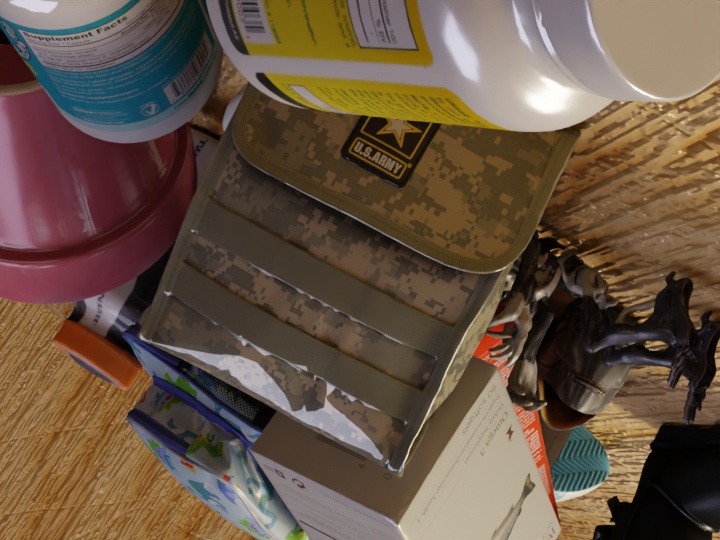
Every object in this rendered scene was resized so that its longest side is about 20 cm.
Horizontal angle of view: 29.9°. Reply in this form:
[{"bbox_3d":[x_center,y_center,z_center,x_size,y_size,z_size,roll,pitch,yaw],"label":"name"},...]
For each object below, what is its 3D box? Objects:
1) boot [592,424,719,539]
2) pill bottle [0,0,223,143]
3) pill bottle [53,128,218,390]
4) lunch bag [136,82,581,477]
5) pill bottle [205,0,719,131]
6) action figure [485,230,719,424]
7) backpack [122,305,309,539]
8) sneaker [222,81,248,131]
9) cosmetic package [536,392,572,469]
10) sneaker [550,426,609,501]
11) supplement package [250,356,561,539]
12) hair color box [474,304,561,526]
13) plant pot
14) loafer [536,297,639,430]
[{"bbox_3d":[0.240,0.198,0.987,0.073,0.163,0.198,33,166,-13],"label":"boot"},{"bbox_3d":[-0.145,-0.158,0.720,0.110,0.111,0.200,28,165,16],"label":"pill bottle"},{"bbox_3d":[-0.161,-0.006,1.075,0.106,0.201,0.106,30,166,8],"label":"pill bottle"},{"bbox_3d":[0.002,-0.024,0.705,0.163,0.201,0.118,27,-163,7],"label":"lunch bag"},{"bbox_3d":[0.038,-0.109,0.490,0.199,0.113,0.112,14,158,51],"label":"pill bottle"},{"bbox_3d":[0.112,0.028,0.822,0.199,0.103,0.119,20,167,30],"label":"action figure"},{"bbox_3d":[-0.081,0.097,0.976,0.199,0.147,0.183,34,165,39],"label":"backpack"},{"bbox_3d":[-0.021,-0.056,0.818,0.199,0.100,0.078,21,163,38],"label":"sneaker"},{"bbox_3d":[0.084,0.091,1.127,0.199,0.082,0.113,29,167,9],"label":"cosmetic package"},{"bbox_3d":[0.124,0.184,1.202,0.198,0.077,0.081,-7,151,-13],"label":"sneaker"},{"bbox_3d":[0.036,0.142,0.862,0.117,0.117,0.201,19,152,33],"label":"supplement package"},{"bbox_3d":[0.076,0.111,0.999,0.110,0.064,0.202,21,134,46],"label":"hair color box"},{"bbox_3d":[-0.217,-0.108,0.920,0.199,0.200,0.180,27,149,17],"label":"plant pot"},{"bbox_3d":[0.147,0.078,0.966,0.072,0.073,0.200,27,166,9],"label":"loafer"}]
